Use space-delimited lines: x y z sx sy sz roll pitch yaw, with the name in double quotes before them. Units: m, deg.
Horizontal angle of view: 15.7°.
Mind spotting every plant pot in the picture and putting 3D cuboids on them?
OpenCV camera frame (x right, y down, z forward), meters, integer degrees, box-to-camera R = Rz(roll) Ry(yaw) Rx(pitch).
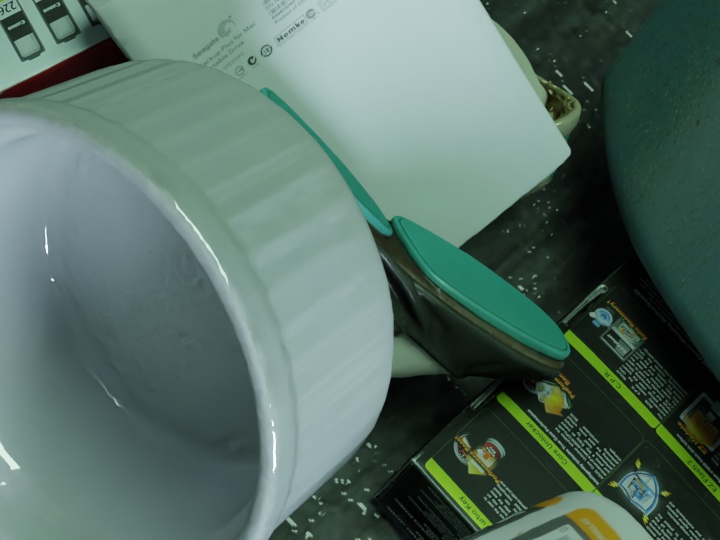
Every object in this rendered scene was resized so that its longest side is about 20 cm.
"plant pot" 0.224 -0.058 1.173 0.195 0.197 0.200 5 38 -50

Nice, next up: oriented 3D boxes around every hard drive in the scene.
"hard drive" -0.009 -0.080 1.071 0.132 0.200 0.026 -38 38 -3

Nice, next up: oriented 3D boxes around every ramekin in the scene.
"ramekin" -0.082 0.018 0.981 0.201 0.201 0.098 50 43 8

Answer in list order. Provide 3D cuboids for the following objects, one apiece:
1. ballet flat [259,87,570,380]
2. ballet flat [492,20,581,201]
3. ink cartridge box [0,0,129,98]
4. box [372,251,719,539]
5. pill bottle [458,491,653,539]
"ballet flat" 0.000 0.000 1.068 0.200 0.068 0.068 38 16 -30
"ballet flat" 0.016 -0.112 1.168 0.200 0.069 0.070 38 50 -6
"ink cartridge box" -0.082 -0.134 1.091 0.199 0.084 0.176 -29 73 -11
"box" 0.135 0.112 1.131 0.200 0.048 0.193 47 53 4
"pill bottle" 0.024 0.170 0.973 0.199 0.117 0.117 -22 72 -20
